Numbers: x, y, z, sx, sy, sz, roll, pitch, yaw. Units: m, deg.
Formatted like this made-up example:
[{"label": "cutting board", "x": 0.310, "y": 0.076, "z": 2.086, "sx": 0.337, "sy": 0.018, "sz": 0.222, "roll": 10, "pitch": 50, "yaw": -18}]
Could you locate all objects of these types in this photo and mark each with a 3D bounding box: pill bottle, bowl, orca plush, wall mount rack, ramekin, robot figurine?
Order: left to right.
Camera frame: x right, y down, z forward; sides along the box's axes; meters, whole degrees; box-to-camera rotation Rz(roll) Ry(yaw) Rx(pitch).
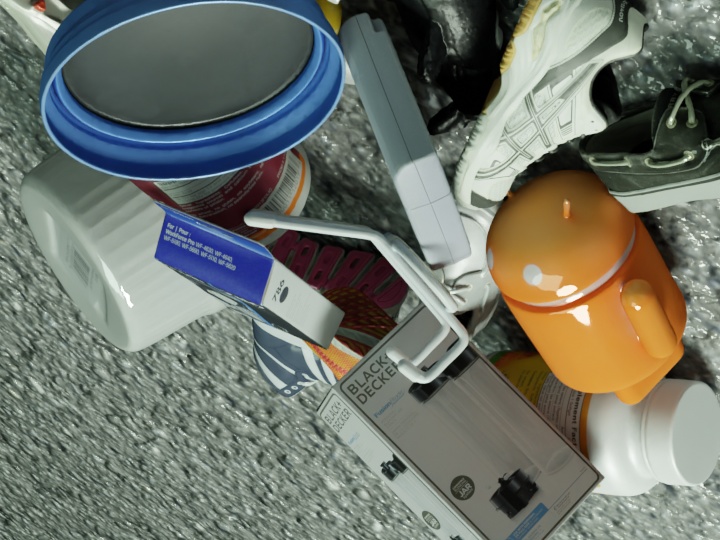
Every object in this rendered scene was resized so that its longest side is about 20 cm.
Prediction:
[{"label": "ramekin", "x": -0.208, "y": -0.027, "z": 1.449, "sx": 0.201, "sy": 0.097, "sz": 0.201, "roll": 46, "pitch": 157, "yaw": 26}, {"label": "pill bottle", "x": -0.129, "y": -0.102, "z": 1.268, "sx": 0.114, "sy": 0.115, "sz": 0.200, "roll": 11, "pitch": 161, "yaw": 31}, {"label": "bowl", "x": -0.109, "y": -0.128, "z": 1.092, "sx": 0.199, "sy": 0.040, "sz": 0.201, "roll": -10, "pitch": 153, "yaw": -5}, {"label": "wall mount rack", "x": 0.000, "y": 0.000, "z": 1.219, "sx": 0.174, "sy": 0.075, "sz": 0.200, "roll": 47, "pitch": 179, "yaw": -4}, {"label": "orca plush", "x": 0.046, "y": -0.151, "z": 1.125, "sx": 0.105, "sy": 0.071, "sz": 0.201, "roll": 22, "pitch": 149, "yaw": 16}, {"label": "robot figurine", "x": 0.162, "y": 0.009, "z": 1.217, "sx": 0.116, "sy": 0.144, "sz": 0.200, "roll": -21, "pitch": 128, "yaw": 20}, {"label": "pill bottle", "x": 0.189, "y": 0.125, "z": 1.374, "sx": 0.199, "sy": 0.111, "sz": 0.111, "roll": 1, "pitch": 140, "yaw": 41}]

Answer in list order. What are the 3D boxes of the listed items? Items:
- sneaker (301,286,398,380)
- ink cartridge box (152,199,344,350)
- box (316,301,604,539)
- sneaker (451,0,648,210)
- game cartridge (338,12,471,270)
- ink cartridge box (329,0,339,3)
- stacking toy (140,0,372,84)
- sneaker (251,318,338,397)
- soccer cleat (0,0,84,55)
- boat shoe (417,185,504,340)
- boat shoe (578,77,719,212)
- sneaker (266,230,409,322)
[{"label": "sneaker", "x": 0.033, "y": 0.096, "z": 1.386, "sx": 0.200, "sy": 0.073, "sz": 0.077, "roll": 49, "pitch": 153, "yaw": 9}, {"label": "ink cartridge box", "x": -0.088, "y": 0.007, "z": 1.264, "sx": 0.099, "sy": 0.039, "sz": 0.200, "roll": 23, "pitch": 171, "yaw": 22}, {"label": "box", "x": 0.076, "y": 0.135, "z": 1.303, "sx": 0.200, "sy": 0.117, "sz": 0.060, "roll": 46, "pitch": 155, "yaw": 8}, {"label": "sneaker", "x": 0.123, "y": -0.102, "z": 1.100, "sx": 0.087, "sy": 0.076, "sz": 0.201, "roll": 23, "pitch": 137, "yaw": 1}, {"label": "game cartridge", "x": 0.035, "y": -0.077, "z": 1.159, "sx": 0.041, "sy": 0.134, "sz": 0.200, "roll": -18, "pitch": 159, "yaw": 4}, {"label": "ink cartridge box", "x": -0.067, "y": -0.273, "z": 0.997, "sx": 0.199, "sy": 0.084, "sz": 0.145, "roll": 26, "pitch": 134, "yaw": 9}, {"label": "stacking toy", "x": -0.064, "y": -0.179, "z": 1.153, "sx": 0.199, "sy": 0.147, "sz": 0.146, "roll": 26, "pitch": 154, "yaw": -24}, {"label": "sneaker", "x": -0.017, "y": 0.091, "z": 1.550, "sx": 0.199, "sy": 0.070, "sz": 0.109, "roll": 32, "pitch": 147, "yaw": 13}, {"label": "soccer cleat", "x": -0.248, "y": -0.207, "z": 1.317, "sx": 0.200, "sy": 0.070, "sz": 0.077, "roll": 43, "pitch": 152, "yaw": -25}, {"label": "boat shoe", "x": 0.077, "y": 0.007, "z": 1.339, "sx": 0.072, "sy": 0.069, "sz": 0.200, "roll": 27, "pitch": 150, "yaw": 7}, {"label": "boat shoe", "x": 0.214, "y": -0.087, "z": 1.070, "sx": 0.064, "sy": 0.071, "sz": 0.200, "roll": 40, "pitch": 151, "yaw": -18}, {"label": "sneaker", "x": -0.051, "y": 0.017, "z": 1.467, "sx": 0.199, "sy": 0.074, "sz": 0.088, "roll": 15, "pitch": 141, "yaw": 17}]
